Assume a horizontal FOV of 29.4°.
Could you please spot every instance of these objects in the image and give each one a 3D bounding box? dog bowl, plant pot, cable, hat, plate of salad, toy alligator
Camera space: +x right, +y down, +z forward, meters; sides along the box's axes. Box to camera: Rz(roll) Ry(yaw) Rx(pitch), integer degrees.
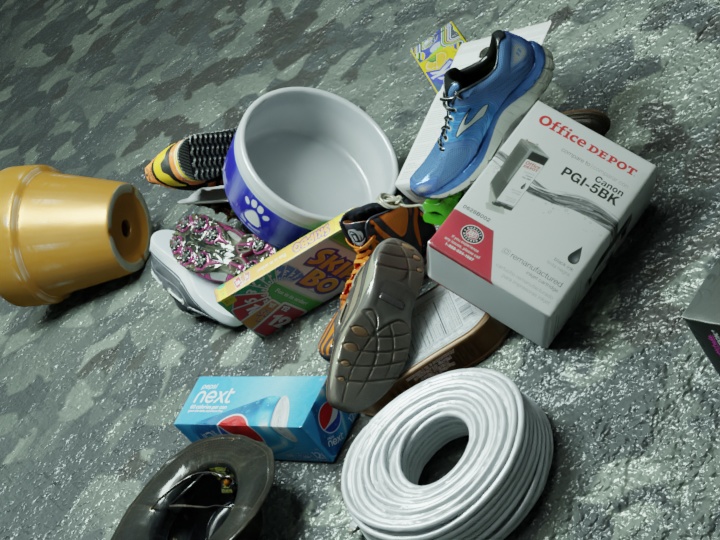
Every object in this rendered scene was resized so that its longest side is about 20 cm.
[{"bbox_3d":[-0.059,-0.117,1.631,0.079,0.200,0.200,123,169,-49],"label":"dog bowl"},{"bbox_3d":[-0.402,-0.053,1.926,0.183,0.200,0.200,-3,45,21],"label":"plant pot"},{"bbox_3d":[0.078,0.177,1.265,0.200,0.069,0.200,-2,48,43],"label":"cable"},{"bbox_3d":[-0.156,0.262,1.389,0.200,0.081,0.201,-21,31,14],"label":"hat"},{"bbox_3d":[-0.133,-0.089,1.751,0.200,0.048,0.200,-6,7,1],"label":"plate of salad"},{"bbox_3d":[0.110,-0.065,1.453,0.200,0.054,0.059,21,32,16],"label":"toy alligator"}]

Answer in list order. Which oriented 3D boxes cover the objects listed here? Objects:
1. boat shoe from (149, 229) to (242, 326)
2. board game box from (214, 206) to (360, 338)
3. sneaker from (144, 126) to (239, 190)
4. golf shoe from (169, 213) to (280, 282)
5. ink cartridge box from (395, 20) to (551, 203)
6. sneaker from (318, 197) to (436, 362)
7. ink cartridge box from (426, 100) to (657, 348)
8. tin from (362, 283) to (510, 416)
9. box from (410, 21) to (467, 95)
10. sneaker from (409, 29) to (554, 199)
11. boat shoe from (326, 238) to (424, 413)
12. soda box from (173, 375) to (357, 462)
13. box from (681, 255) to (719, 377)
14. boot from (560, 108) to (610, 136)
[{"bbox_3d":[-0.206,0.025,1.733,0.072,0.068,0.200,-16,40,-39],"label":"boat shoe"},{"bbox_3d":[-0.061,0.003,1.586,0.200,0.096,0.030,-32,49,13],"label":"board game box"},{"bbox_3d":[-0.179,-0.136,1.699,0.090,0.070,0.200,-12,-1,38],"label":"sneaker"},{"bbox_3d":[-0.153,-0.013,1.687,0.200,0.092,0.073,19,83,39],"label":"golf shoe"},{"bbox_3d":[0.137,-0.172,1.527,0.161,0.050,0.200,-3,56,54],"label":"ink cartridge box"},{"bbox_3d":[0.000,0.000,1.515,0.078,0.112,0.200,11,57,50],"label":"sneaker"},{"bbox_3d":[0.180,-0.049,1.364,0.147,0.083,0.200,31,70,17],"label":"ink cartridge box"},{"bbox_3d":[0.067,0.074,1.432,0.200,0.042,0.112,-33,29,10],"label":"tin"},{"bbox_3d":[0.127,-0.233,1.715,0.070,0.064,0.200,-34,34,8],"label":"box"},{"bbox_3d":[0.107,-0.164,1.416,0.200,0.089,0.079,-54,24,15],"label":"sneaker"},{"bbox_3d":[0.011,0.063,1.419,0.073,0.074,0.200,-37,26,57],"label":"boat shoe"},{"bbox_3d":[-0.103,0.158,1.473,0.200,0.064,0.068,-5,46,42],"label":"soda box"},{"bbox_3d":[0.388,0.034,1.080,0.200,0.124,0.149,10,57,48],"label":"box"},{"bbox_3d":[0.188,-0.099,1.498,0.200,0.075,0.097,-27,43,37],"label":"boot"}]
